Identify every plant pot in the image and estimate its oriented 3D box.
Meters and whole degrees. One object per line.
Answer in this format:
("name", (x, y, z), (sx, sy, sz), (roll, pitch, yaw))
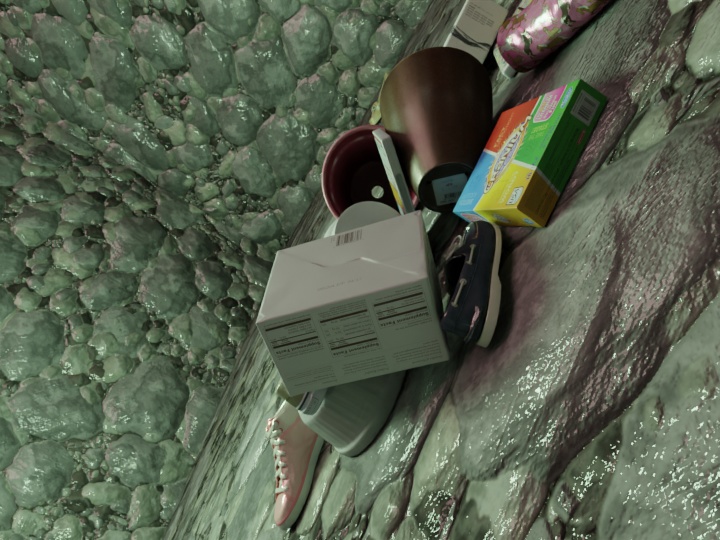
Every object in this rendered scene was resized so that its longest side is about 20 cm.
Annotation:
("plant pot", (0.027, -0.170, 1.237), (0.204, 0.196, 0.179), (-60, -3, 3))
("plant pot", (0.123, -0.192, 0.927), (0.188, 0.182, 0.205), (-50, 31, 42))

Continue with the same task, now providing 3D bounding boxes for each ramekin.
("ramekin", (-0.016, 0.152, 0.892), (0.206, 0.092, 0.204), (-58, 12, 20))

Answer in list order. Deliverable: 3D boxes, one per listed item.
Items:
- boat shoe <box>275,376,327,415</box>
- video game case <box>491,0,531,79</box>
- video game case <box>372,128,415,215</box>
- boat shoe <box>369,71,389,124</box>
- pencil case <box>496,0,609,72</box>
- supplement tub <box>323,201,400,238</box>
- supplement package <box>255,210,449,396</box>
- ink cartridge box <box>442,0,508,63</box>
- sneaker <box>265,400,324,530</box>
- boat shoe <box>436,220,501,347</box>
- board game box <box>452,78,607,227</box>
("boat shoe", (-0.065, 0.101, 0.836), (0.073, 0.061, 0.202), (-54, 14, 31))
("video game case", (0.293, -0.436, 1.037), (0.202, 0.022, 0.184), (-57, 13, 29))
("video game case", (0.065, -0.114, 0.959), (0.017, 0.205, 0.143), (-20, 17, 2))
("boat shoe", (0.077, -0.643, 2.333), (0.205, 0.062, 0.073), (-61, 12, 4))
("pencil case", (0.265, -0.353, 0.839), (0.082, 0.088, 0.199), (-32, 1, -21))
("supplement tub", (0.000, 0.000, 0.964), (0.201, 0.141, 0.148), (116, 177, -61))
("supplement package", (-0.004, 0.036, 0.736), (0.193, 0.114, 0.157), (-14, 30, 11))
("ink cartridge box", (0.193, -0.406, 1.197), (0.205, 0.082, 0.145), (-63, 1, -1))
("sneaker", (-0.122, 0.301, 1.003), (0.075, 0.103, 0.205), (-38, 27, 56))
("boat shoe", (0.119, 0.004, 0.696), (0.203, 0.060, 0.076), (-76, 1, -48))
("board game box", (0.193, -0.130, 0.744), (0.157, 0.039, 0.200), (-63, 12, -2))
